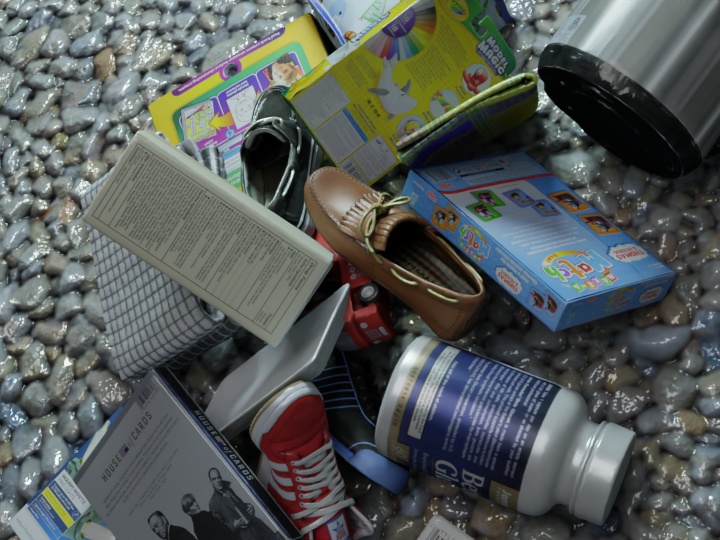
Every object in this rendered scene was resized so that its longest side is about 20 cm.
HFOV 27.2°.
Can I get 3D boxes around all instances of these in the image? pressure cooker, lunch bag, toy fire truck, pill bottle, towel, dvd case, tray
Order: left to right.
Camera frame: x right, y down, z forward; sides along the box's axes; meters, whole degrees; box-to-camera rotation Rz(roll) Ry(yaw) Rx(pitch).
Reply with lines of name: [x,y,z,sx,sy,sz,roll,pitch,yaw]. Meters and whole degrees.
towel: [-0.184,-0.013,1.422,0.165,0.085,0.201,-32,67,46]
dvd case: [-0.155,0.206,1.296,0.200,0.025,0.150,49,117,21]
tray: [-0.078,0.095,1.304,0.200,0.022,0.108,-38,19,39]
toy fire truck: [-0.046,-0.002,1.380,0.141,0.049,0.201,-21,49,15]
lunch bag: [0.026,-0.295,1.488,0.170,0.124,0.200,-31,56,3]
towel: [0.100,-0.129,1.346,0.143,0.200,0.023,-30,86,5]
pill bottle: [0.122,0.137,1.242,0.199,0.111,0.111,20,75,17]
pressure cooker: [0.275,-0.204,1.305,0.176,0.179,0.200,33,83,35]

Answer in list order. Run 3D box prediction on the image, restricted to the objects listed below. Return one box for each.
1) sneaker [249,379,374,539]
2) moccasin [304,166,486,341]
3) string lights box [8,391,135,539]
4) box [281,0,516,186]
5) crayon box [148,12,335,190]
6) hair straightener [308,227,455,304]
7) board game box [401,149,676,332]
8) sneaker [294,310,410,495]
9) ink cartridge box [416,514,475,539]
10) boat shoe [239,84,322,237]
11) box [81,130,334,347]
sneaker: [-0.039,0.181,1.263,0.071,0.200,0.113,-27,62,-20]
moccasin: [0.029,-0.025,1.284,0.074,0.078,0.201,-28,61,-28]
string lights box: [-0.222,0.205,1.400,0.200,0.059,0.103,-46,58,-2]
box: [0.039,-0.178,1.389,0.200,0.117,0.048,-37,20,-1]
crayon box: [-0.099,-0.139,1.509,0.199,0.058,0.173,-28,60,10]
hair straightener: [0.000,0.000,1.410,0.199,0.041,0.077,0,66,24]
board game box: [0.155,-0.031,1.302,0.200,0.151,0.037,43,128,33]
sneaker: [-0.012,0.115,1.345,0.078,0.070,0.200,-49,57,2]
ink cartridge box: [0.090,0.326,1.215,0.200,0.045,0.176,32,82,32]
boat shoe: [-0.077,-0.112,1.396,0.072,0.071,0.201,-21,48,14]
box: [-0.128,-0.029,1.285,0.200,0.078,0.095,35,95,-3]
